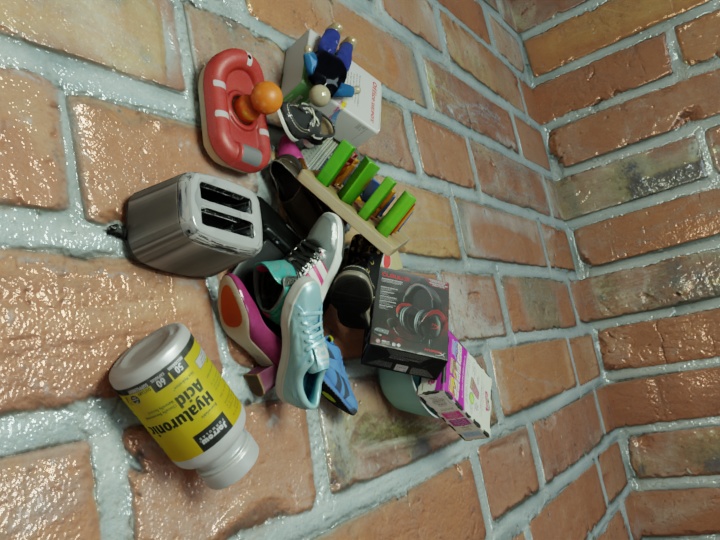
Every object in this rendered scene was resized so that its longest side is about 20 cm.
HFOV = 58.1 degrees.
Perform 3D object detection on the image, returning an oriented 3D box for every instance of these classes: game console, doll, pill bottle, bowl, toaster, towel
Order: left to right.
[{"bbox_3d":[-0.214,0.176,0.818,0.201,0.110,0.112,59,34,-21],"label":"pill bottle"},{"bbox_3d":[-0.227,-0.064,0.892,0.199,0.128,0.115,17,61,-53],"label":"toaster"},{"bbox_3d":[-0.141,0.005,1.101,0.200,0.116,0.176,46,11,-38],"label":"game console"},{"bbox_3d":[-0.053,-0.379,1.220,0.136,0.048,0.201,37,48,-25],"label":"doll"},{"bbox_3d":[-0.048,-0.202,1.340,0.193,0.034,0.201,56,37,-21],"label":"towel"},{"bbox_3d":[0.106,0.203,1.313,0.200,0.104,0.203,30,53,-48],"label":"bowl"}]

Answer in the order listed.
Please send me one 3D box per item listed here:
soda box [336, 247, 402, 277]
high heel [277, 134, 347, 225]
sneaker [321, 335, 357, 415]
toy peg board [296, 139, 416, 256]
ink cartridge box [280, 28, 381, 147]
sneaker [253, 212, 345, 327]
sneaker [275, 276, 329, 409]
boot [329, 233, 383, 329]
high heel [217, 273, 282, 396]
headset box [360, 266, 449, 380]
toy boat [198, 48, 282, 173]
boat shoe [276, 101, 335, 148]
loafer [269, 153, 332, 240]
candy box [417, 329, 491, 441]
[{"bbox_3d":[0.007,-0.015,1.300,0.199,0.064,0.068,-14,88,-59],"label":"soda box"},{"bbox_3d":[-0.087,-0.161,1.188,0.067,0.095,0.202,-9,84,-58],"label":"high heel"},{"bbox_3d":[-0.048,0.166,1.103,0.079,0.066,0.201,-50,123,-26],"label":"sneaker"},{"bbox_3d":[0.019,-0.135,1.124,0.200,0.098,0.199,41,14,4],"label":"toy peg board"},{"bbox_3d":[-0.056,-0.360,1.306,0.199,0.084,0.146,27,53,-34],"label":"ink cartridge box"},{"bbox_3d":[-0.104,-0.007,1.007,0.120,0.083,0.202,21,88,-50],"label":"sneaker"},{"bbox_3d":[-0.072,0.112,0.969,0.074,0.081,0.202,-11,112,-49],"label":"sneaker"},{"bbox_3d":[0.000,0.000,1.112,0.201,0.072,0.152,80,19,-62],"label":"boot"},{"bbox_3d":[-0.154,0.085,0.995,0.096,0.067,0.202,-35,121,-47],"label":"high heel"},{"bbox_3d":[0.086,0.088,1.211,0.147,0.075,0.201,14,50,-6],"label":"headset box"},{"bbox_3d":[-0.181,-0.268,1.057,0.130,0.130,0.202,11,67,-56],"label":"toy boat"},{"bbox_3d":[-0.095,-0.265,1.165,0.200,0.060,0.075,10,63,-75],"label":"boat shoe"},{"bbox_3d":[-0.109,-0.113,1.135,0.201,0.073,0.071,58,20,8],"label":"loafer"},{"bbox_3d":[0.190,0.229,1.278,0.200,0.061,0.137,47,40,-36],"label":"candy box"}]
